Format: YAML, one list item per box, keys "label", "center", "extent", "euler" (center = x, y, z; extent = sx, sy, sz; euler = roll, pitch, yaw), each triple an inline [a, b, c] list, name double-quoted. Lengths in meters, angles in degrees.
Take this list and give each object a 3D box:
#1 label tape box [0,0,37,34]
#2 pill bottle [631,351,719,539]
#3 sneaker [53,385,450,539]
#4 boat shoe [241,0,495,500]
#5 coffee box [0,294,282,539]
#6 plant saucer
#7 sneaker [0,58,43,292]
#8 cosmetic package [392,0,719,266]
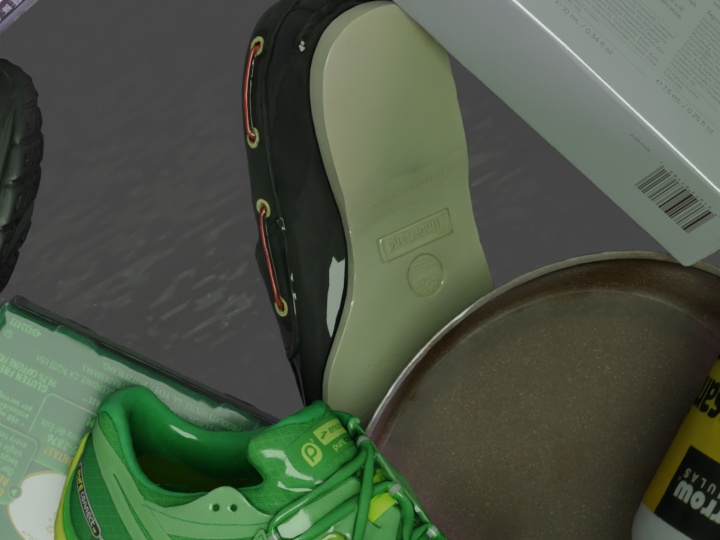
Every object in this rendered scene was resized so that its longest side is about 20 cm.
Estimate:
- label: "label tape box"
  center: [-0.178, -0.068, 0.884]
  extent: [0.200, 0.143, 0.066]
  euler: [-44, 96, -1]
- label: "pill bottle"
  center: [0.162, 0.070, 0.901]
  extent: [0.112, 0.112, 0.200]
  euler: [27, 93, -6]
- label: "sneaker"
  center: [-0.010, 0.089, 0.865]
  extent: [0.200, 0.074, 0.084]
  euler: [15, 112, 19]
- label: "boat shoe"
  center: [0.002, -0.001, 0.949]
  extent: [0.074, 0.063, 0.202]
  euler: [-17, 110, -30]
- label: "coffee box"
  center: [-0.115, 0.123, 0.953]
  extent: [0.123, 0.044, 0.200]
  euler: [25, 91, -6]
- label: "plant saucer"
  center: [0.081, 0.087, 0.953]
  extent: [0.200, 0.032, 0.201]
  euler: [-5, 106, -19]
- label: "sneaker"
  center: [-0.176, 0.012, 0.927]
  extent: [0.091, 0.076, 0.200]
  euler: [27, 90, -2]
- label: "cosmetic package"
  center: [0.085, -0.123, 0.918]
  extent: [0.200, 0.052, 0.151]
  euler: [42, 60, -6]
